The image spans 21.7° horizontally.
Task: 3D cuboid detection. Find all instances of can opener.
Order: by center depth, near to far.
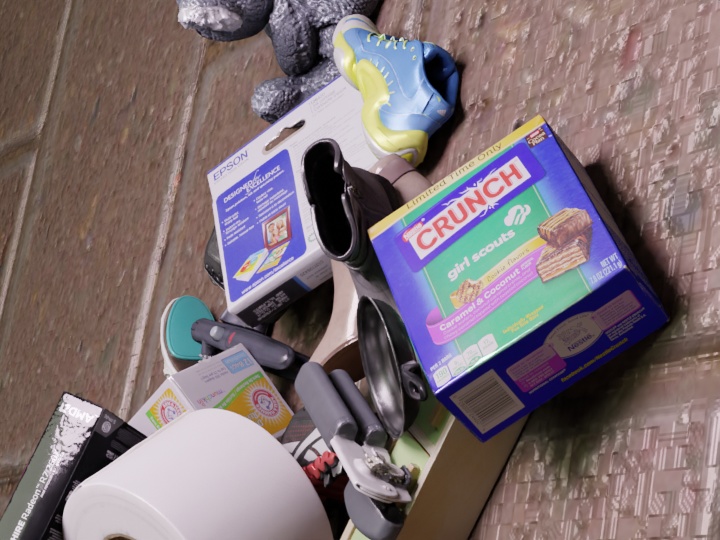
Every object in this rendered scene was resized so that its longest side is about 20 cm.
[{"bbox_3d":[-0.011,0.140,1.502,0.067,0.052,0.200,-61,27,19],"label":"can opener"},{"bbox_3d":[-0.108,0.072,1.837,0.200,0.063,0.079,21,92,62],"label":"can opener"}]

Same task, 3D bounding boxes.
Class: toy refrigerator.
[{"bbox_3d":[0.058,0.157,1.490,0.201,0.070,0.076,-64,29,12],"label":"toy refrigerator"}]

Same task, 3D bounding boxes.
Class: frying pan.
[{"bbox_3d":[0.027,0.063,1.431,0.190,0.031,0.116,119,137,-70],"label":"frying pan"}]

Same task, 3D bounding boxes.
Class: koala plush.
[{"bbox_3d":[-0.102,-0.275,1.887,0.184,0.199,0.178,-43,39,41],"label":"koala plush"}]

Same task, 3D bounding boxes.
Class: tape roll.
[{"bbox_3d":[-0.140,0.239,1.617,0.202,0.139,0.204,24,131,32],"label":"tape roll"}]

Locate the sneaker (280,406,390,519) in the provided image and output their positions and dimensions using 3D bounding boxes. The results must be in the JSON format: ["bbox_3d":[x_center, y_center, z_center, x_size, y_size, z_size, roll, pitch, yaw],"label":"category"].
[{"bbox_3d":[-0.016,0.149,1.622,0.200,0.071,0.098,-36,47,49],"label":"sneaker"}]

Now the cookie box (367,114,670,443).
[{"bbox_3d":[0.113,0.002,1.414,0.171,0.075,0.200,-34,39,10],"label":"cookie box"}]

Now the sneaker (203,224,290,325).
[{"bbox_3d":[-0.115,-0.001,1.884,0.091,0.066,0.201,-48,32,27],"label":"sneaker"}]

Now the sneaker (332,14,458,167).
[{"bbox_3d":[0.042,-0.185,1.732,0.105,0.076,0.201,-41,47,25],"label":"sneaker"}]

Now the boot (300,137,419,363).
[{"bbox_3d":[0.005,-0.002,1.528,0.070,0.132,0.201,-27,73,13],"label":"boot"}]

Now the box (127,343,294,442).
[{"bbox_3d":[-0.166,0.176,1.793,0.102,0.112,0.200,52,129,11],"label":"box"}]

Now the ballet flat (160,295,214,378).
[{"bbox_3d":[-0.174,0.112,1.936,0.070,0.069,0.200,-54,37,29],"label":"ballet flat"}]

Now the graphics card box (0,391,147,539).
[{"bbox_3d":[-0.264,0.219,1.667,0.051,0.125,0.201,21,79,24],"label":"graphics card box"}]

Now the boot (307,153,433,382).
[{"bbox_3d":[0.000,0.000,1.646,0.200,0.070,0.147,-37,62,19],"label":"boot"}]

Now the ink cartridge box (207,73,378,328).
[{"bbox_3d":[-0.051,-0.071,1.780,0.197,0.047,0.201,-34,39,20],"label":"ink cartridge box"}]
